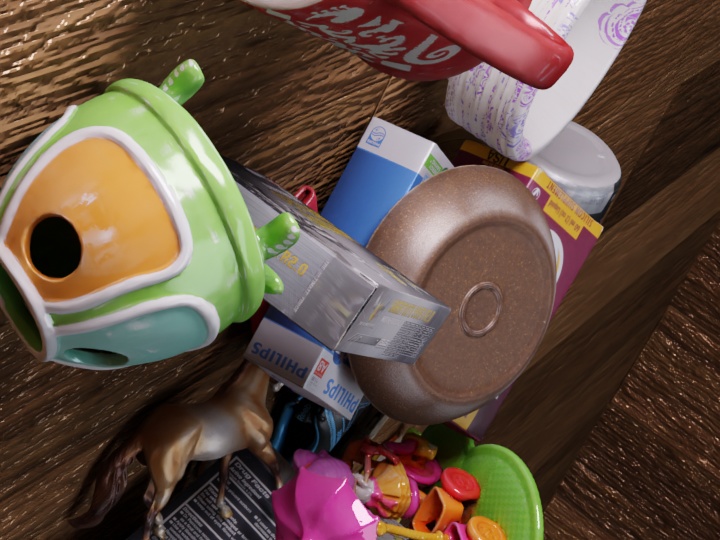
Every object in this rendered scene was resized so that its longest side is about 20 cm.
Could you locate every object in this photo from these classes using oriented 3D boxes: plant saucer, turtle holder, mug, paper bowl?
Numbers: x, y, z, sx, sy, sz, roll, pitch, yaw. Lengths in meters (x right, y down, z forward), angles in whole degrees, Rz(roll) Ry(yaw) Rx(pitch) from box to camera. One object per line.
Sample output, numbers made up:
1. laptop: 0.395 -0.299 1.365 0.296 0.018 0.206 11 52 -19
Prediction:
1. plant saucer: 0.078 0.024 1.334 0.200 0.037 0.201 -15 114 -35
2. turtle holder: -0.127 -0.018 0.933 0.132 0.141 0.185 -33 -162 -20
3. mug: 0.022 -0.174 0.953 0.200 0.177 0.134 3 97 -67
4. paper bowl: 0.130 -0.190 1.350 0.201 0.104 0.201 -49 163 -20

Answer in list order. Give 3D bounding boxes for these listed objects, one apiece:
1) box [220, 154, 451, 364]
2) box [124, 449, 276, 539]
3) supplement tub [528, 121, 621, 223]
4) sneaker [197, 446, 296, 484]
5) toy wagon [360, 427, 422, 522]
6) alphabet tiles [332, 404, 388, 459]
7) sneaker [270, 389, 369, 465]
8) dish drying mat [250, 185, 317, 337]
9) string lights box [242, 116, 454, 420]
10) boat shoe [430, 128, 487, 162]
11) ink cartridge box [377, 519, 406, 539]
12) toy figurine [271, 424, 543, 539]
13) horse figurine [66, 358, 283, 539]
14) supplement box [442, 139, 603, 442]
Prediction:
1. box: -0.038 -0.009 1.127 0.048 0.158 0.200 -56 164 4
2. box: -0.108 0.277 1.407 0.198 0.200 0.123 -39 174 -44
3. supplement tub: 0.151 -0.037 1.707 0.122 0.122 0.200 -33 154 -54
4. sneaker: -0.093 0.213 1.556 0.076 0.092 0.200 -45 162 -30
5. toy wagon: 0.026 0.262 2.125 0.155 0.040 0.200 -52 165 -10
6. alphabet tiles: -0.011 0.145 1.683 0.200 0.008 0.167 -52 -168 -8
7. sneaker: -0.018 0.099 1.577 0.082 0.073 0.200 -32 152 -58
8. dish drying mat: -0.058 0.007 1.366 0.077 0.018 0.200 -50 165 -19
9. string lights box: 0.000 0.000 1.347 0.201 0.059 0.103 -62 154 -7
10. boat shoe: 0.035 -0.032 1.482 0.200 0.071 0.069 -48 172 -17
11. ink cartridge box: -0.011 0.274 1.748 0.088 0.145 0.200 -52 179 2
12. toy figurine: 0.014 0.178 1.399 0.184 0.200 0.150 13 123 -31
13. horse figurine: -0.120 0.135 1.339 0.200 0.050 0.133 -17 118 -39
14. supplement box: 0.088 0.016 1.424 0.110 0.086 0.200 36 82 -46
